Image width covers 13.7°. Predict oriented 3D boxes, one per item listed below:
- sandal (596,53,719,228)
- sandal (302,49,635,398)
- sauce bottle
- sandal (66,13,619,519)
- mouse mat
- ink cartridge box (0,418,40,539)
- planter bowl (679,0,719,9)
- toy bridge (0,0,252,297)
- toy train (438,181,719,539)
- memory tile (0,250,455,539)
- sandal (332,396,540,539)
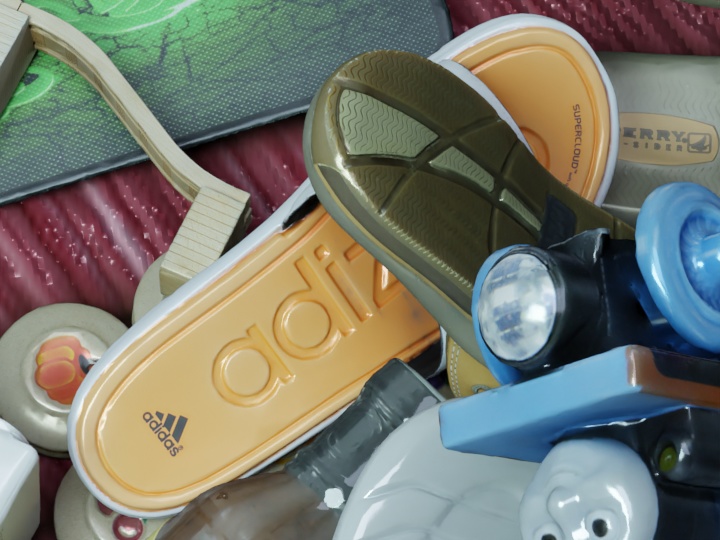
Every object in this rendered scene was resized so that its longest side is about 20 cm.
[{"bbox_3d":[0.148,-0.045,0.965,0.200,0.054,0.080,2,69,-4],"label":"sandal"},{"bbox_3d":[0.046,0.016,0.864,0.200,0.054,0.080,43,46,-25],"label":"sandal"},{"bbox_3d":[-0.047,0.108,0.871,0.200,0.065,0.065,-42,77,-5],"label":"sauce bottle"},{"bbox_3d":[0.005,0.007,0.904,0.207,0.059,0.079,-41,105,-9],"label":"sandal"},{"bbox_3d":[-0.084,-0.110,0.993,0.200,0.008,0.161,-18,71,-3],"label":"mouse mat"},{"bbox_3d":[-0.201,0.113,0.865,0.145,0.084,0.200,26,70,6],"label":"ink cartridge box"},{"bbox_3d":[0.145,-0.159,0.935,0.135,0.200,0.200,37,70,14],"label":"planter bowl"},{"bbox_3d":[-0.125,-0.056,0.958,0.200,0.027,0.067,23,70,10],"label":"toy bridge"},{"bbox_3d":[0.109,0.047,0.808,0.200,0.087,0.114,12,65,-44],"label":"toy train"},{"bbox_3d":[-0.015,0.077,0.932,0.153,0.017,0.200,-23,72,-13],"label":"memory tile"},{"bbox_3d":[0.018,0.136,0.826,0.082,0.050,0.203,4,84,-25],"label":"sandal"}]
